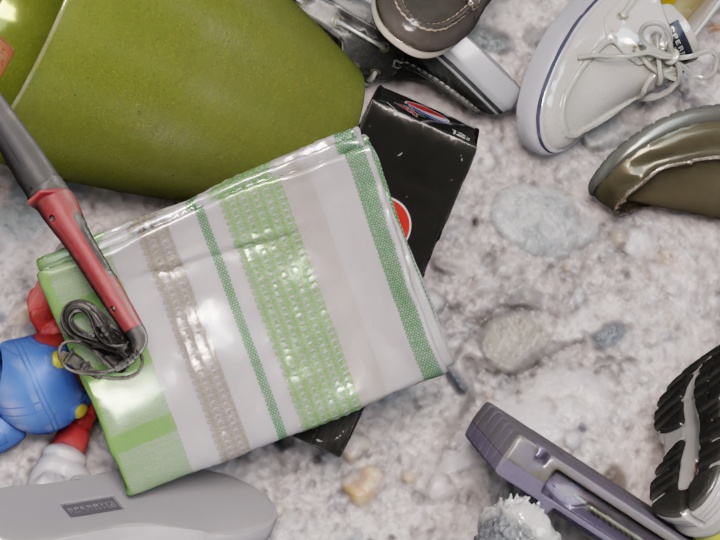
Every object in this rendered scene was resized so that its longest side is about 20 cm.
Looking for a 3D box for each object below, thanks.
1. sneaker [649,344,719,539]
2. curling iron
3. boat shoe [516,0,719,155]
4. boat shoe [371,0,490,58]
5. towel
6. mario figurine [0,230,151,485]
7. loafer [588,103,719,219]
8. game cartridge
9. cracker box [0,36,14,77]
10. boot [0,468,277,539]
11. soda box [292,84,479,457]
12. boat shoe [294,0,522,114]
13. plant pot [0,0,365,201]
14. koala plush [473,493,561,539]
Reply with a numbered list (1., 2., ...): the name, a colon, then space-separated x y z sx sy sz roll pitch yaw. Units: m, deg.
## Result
1. sneaker: 0.224 0.108 1.316 0.090 0.078 0.200 43 35 -12
2. curling iron: -0.172 -0.030 1.202 0.049 0.026 0.201 -26 89 -2
3. boat shoe: 0.182 -0.143 1.396 0.086 0.075 0.202 22 60 39
4. boat shoe: 0.063 -0.193 1.360 0.067 0.057 0.200 36 36 2
5. towel: -0.062 0.025 1.239 0.198 0.031 0.150 -22 100 -3
6. mario figurine: -0.168 0.059 1.272 0.199 0.124 0.106 -28 61 -11
7. loafer: 0.239 -0.063 1.393 0.198 0.075 0.070 -13 72 -12
8. game cartridge: 0.153 0.148 1.282 0.199 0.130 0.039 33 88 -7
9. cracker box: -0.308 -0.095 1.271 0.199 0.058 0.135 12 68 35
10. boot: -0.145 0.170 1.273 0.198 0.096 0.074 0 30 -33
11. soda box: 0.000 0.000 1.295 0.070 0.063 0.201 24 104 -1
12. boat shoe: 0.006 -0.149 1.393 0.199 0.072 0.071 36 94 1
13. plant pot: -0.104 -0.117 1.315 0.199 0.187 0.189 23 71 -21
14. koala plush: 0.059 0.218 1.217 0.182 0.200 0.179 20 72 -2
